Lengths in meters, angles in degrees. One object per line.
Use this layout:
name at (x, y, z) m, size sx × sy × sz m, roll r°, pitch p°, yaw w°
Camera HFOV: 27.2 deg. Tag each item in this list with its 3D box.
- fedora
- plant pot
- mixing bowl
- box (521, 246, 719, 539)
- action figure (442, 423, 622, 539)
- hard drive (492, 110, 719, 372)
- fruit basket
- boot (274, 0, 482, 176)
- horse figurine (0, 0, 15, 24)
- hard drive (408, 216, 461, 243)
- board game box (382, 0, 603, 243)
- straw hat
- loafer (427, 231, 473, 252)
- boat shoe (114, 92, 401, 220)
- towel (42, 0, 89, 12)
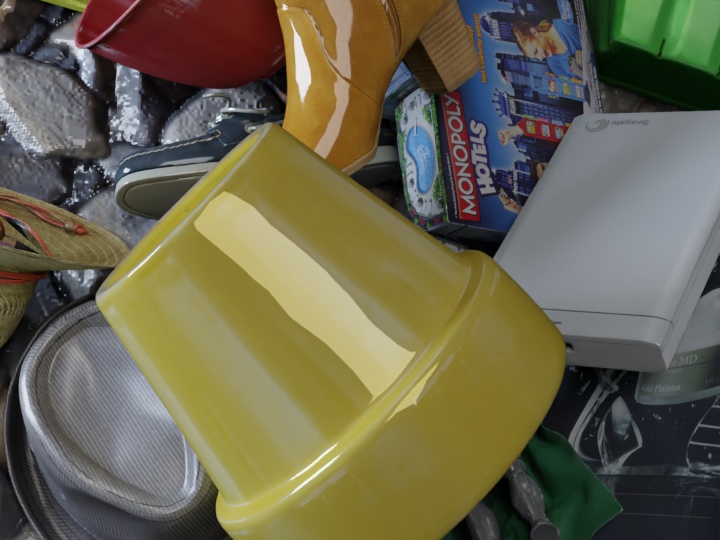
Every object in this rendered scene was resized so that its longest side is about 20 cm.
fedora at (-0.126, 0.092, 0.861) m, size 0.176 × 0.090 × 0.201 m, roll -31°, pitch 74°, yaw -4°
plant pot at (-0.028, 0.037, 0.767) m, size 0.189 × 0.200 × 0.201 m, roll 45°, pitch 65°, yaw -11°
mixing bowl at (-0.081, -0.193, 0.955) m, size 0.108 × 0.199 × 0.201 m, roll 36°, pitch 63°, yaw -23°
box at (0.192, 0.101, 0.877) m, size 0.124 × 0.199 × 0.198 m, roll 41°, pitch 61°, yaw -28°
action figure at (0.065, 0.099, 0.872) m, size 0.118 × 0.055 × 0.201 m, roll -35°, pitch 37°, yaw 10°
hard drive at (0.153, -0.024, 0.891) m, size 0.131 × 0.027 × 0.201 m, roll 3°, pitch 44°, yaw 35°
fruit basket at (0.267, -0.221, 1.059) m, size 0.213 × 0.156 × 0.218 m, roll 1°, pitch 83°, yaw -8°
boot at (-0.029, -0.133, 0.864) m, size 0.201 × 0.071 × 0.145 m, roll -39°, pitch 107°, yaw -22°
horse figurine at (-0.273, -0.242, 1.000) m, size 0.198 × 0.050 × 0.133 m, roll 17°, pitch 65°, yaw 9°
hard drive at (-0.009, 0.051, 0.957) m, size 0.198 × 0.033 × 0.141 m, roll -17°, pitch 73°, yaw -19°
board game box at (0.070, -0.108, 0.988) m, size 0.198 × 0.062 × 0.202 m, roll 8°, pitch 65°, yaw -31°
straw hat at (-0.231, 0.003, 0.874) m, size 0.199 × 0.201 × 0.086 m, roll 20°, pitch 97°, yaw -4°
loafer at (0.000, 0.000, 0.932) m, size 0.198 × 0.075 × 0.070 m, roll 16°, pitch 97°, yaw -6°
boat shoe at (-0.068, -0.079, 0.974) m, size 0.198 × 0.075 × 0.062 m, roll -11°, pitch 73°, yaw -18°
towel at (-0.141, -0.205, 1.039) m, size 0.198 × 0.018 × 0.087 m, roll 16°, pitch 65°, yaw -6°
